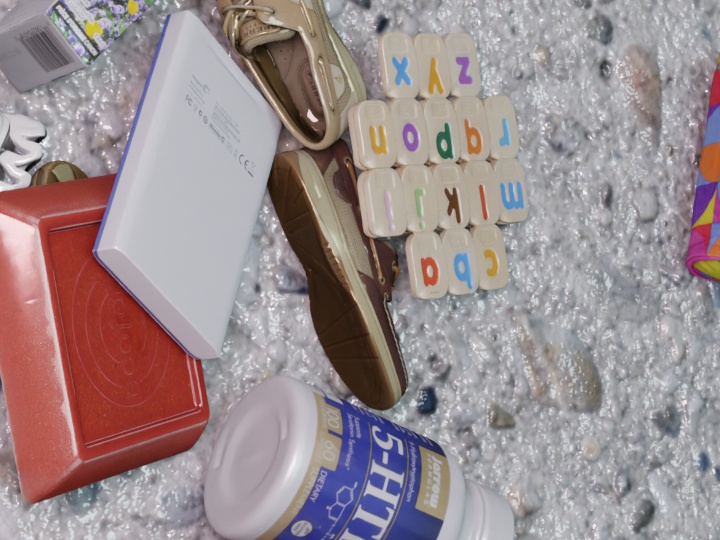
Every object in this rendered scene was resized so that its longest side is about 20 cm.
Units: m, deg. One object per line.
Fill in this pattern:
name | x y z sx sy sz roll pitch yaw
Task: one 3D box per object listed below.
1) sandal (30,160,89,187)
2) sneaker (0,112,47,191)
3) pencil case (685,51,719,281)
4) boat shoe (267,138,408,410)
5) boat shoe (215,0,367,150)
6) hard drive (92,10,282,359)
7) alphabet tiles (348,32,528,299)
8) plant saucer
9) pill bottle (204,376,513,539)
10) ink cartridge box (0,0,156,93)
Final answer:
sandal | -0.212 0.026 1.612 0.080 0.054 0.200 19 66 -57
sneaker | -0.274 -0.020 1.576 0.081 0.075 0.200 24 67 -18
pencil case | 0.319 -0.086 1.952 0.088 0.088 0.200 21 75 -29
boat shoe | 0.000 0.000 1.746 0.072 0.072 0.200 -23 91 -31
boat shoe | -0.062 -0.180 1.708 0.200 0.071 0.065 58 30 -9
hard drive | -0.115 -0.059 1.648 0.132 0.025 0.200 50 43 -43
alphabet tiles | 0.059 -0.079 1.786 0.200 0.015 0.196 -7 88 -53
plant saucer | -0.167 0.037 1.596 0.200 0.037 0.200 -14 95 -59
pill bottle | 0.003 0.163 1.689 0.200 0.120 0.120 25 72 -28
ink cartridge box | -0.159 -0.208 1.641 0.200 0.109 0.050 -47 109 -27
